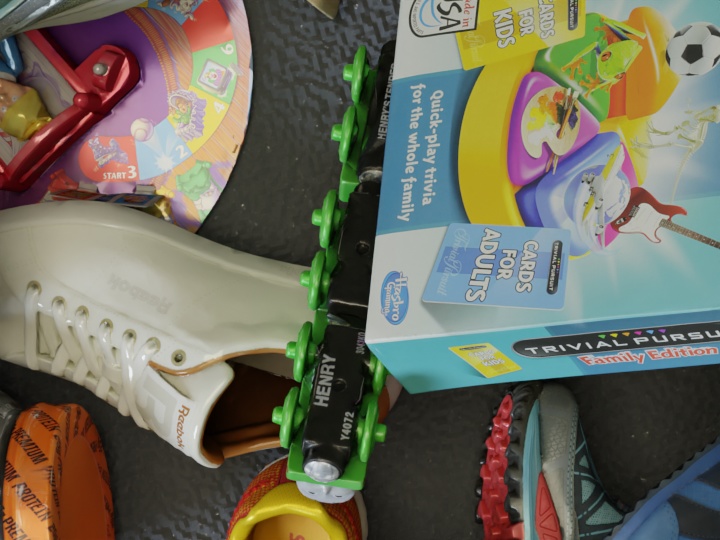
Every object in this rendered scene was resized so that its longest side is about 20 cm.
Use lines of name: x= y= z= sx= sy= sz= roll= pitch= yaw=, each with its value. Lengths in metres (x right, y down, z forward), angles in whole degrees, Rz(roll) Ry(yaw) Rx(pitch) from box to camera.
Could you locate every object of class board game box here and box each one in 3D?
board game box: x=0.107 y=-0.042 z=1.050 sx=0.200 sy=0.047 sz=0.151 roll=-7 pitch=61 yaw=23
board game box: x=-0.144 y=-0.083 z=1.190 sx=0.199 sy=0.039 sz=0.158 roll=3 pitch=92 yaw=9

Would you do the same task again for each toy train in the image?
toy train: x=0.000 y=0.000 z=1.115 sx=0.042 sy=0.056 sz=0.200 roll=9 pitch=56 yaw=2

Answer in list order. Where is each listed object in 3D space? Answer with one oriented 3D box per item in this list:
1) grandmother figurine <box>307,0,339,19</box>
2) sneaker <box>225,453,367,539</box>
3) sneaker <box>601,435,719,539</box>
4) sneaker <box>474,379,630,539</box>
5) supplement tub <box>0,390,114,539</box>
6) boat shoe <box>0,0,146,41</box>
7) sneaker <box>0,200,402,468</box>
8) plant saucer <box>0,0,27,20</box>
grandmother figurine: x=0.021 y=-0.202 z=1.156 sx=0.121 sy=0.061 sz=0.200 roll=39 pitch=95 yaw=-20
sneaker: x=-0.030 y=0.173 z=1.157 sx=0.073 sy=0.077 sz=0.201 roll=-3 pitch=102 yaw=10
sneaker: x=0.146 y=0.100 z=1.090 sx=0.200 sy=0.066 sz=0.078 roll=-34 pitch=76 yaw=-30
sneaker: x=0.103 y=0.135 z=1.150 sx=0.095 sy=0.079 sz=0.200 roll=-13 pitch=91 yaw=-10
supplement tub: x=-0.204 y=0.106 z=1.165 sx=0.199 sy=0.123 sz=0.123 roll=-4 pitch=91 yaw=9
boat shoe: x=-0.167 y=-0.110 z=1.146 sx=0.202 sy=0.065 sz=0.075 roll=-15 pitch=82 yaw=13
sneaker: x=-0.083 y=0.028 z=1.153 sx=0.199 sy=0.085 sz=0.073 roll=8 pitch=127 yaw=9
plant saucer: x=-0.164 y=-0.166 z=1.113 sx=0.200 sy=0.036 sz=0.200 roll=-6 pitch=73 yaw=22
